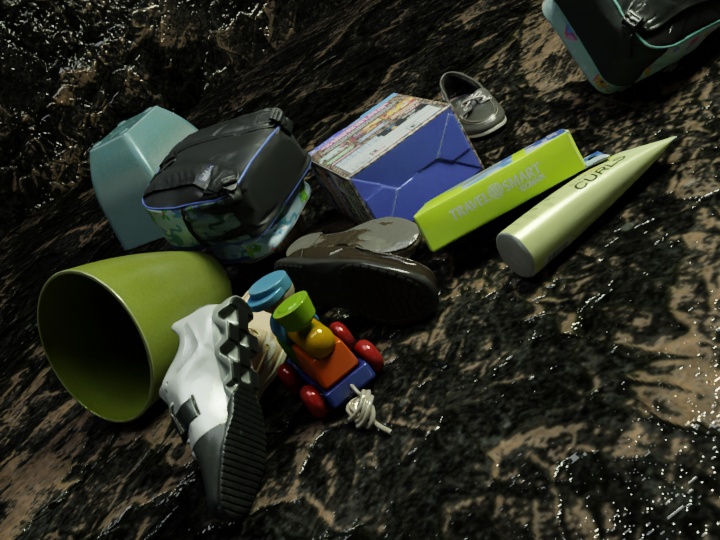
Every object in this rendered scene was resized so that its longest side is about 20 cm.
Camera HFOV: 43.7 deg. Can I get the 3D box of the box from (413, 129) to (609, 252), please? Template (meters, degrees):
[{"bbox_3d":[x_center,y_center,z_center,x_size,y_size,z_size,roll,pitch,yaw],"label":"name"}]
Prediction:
[{"bbox_3d":[0.156,-0.091,0.943,0.198,0.048,0.122,-29,4,13],"label":"box"}]

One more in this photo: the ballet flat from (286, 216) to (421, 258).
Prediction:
[{"bbox_3d":[-0.006,-0.021,1.072,0.198,0.047,0.068,-8,36,37],"label":"ballet flat"}]

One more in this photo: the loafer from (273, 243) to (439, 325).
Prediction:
[{"bbox_3d":[0.000,0.000,0.932,0.198,0.074,0.071,10,40,33],"label":"loafer"}]

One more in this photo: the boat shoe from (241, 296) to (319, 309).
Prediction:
[{"bbox_3d":[-0.102,0.059,1.013,0.198,0.071,0.064,-26,55,-4],"label":"boat shoe"}]

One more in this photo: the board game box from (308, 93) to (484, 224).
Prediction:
[{"bbox_3d":[0.038,-0.141,1.171,0.159,0.097,0.200,-36,23,-7],"label":"board game box"}]

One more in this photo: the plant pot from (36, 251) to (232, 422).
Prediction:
[{"bbox_3d":[-0.252,0.053,1.096,0.185,0.189,0.199,-14,12,38],"label":"plant pot"}]

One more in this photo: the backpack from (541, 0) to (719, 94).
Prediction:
[{"bbox_3d":[0.325,-0.315,1.043,0.199,0.177,0.153,-29,-11,-22],"label":"backpack"}]

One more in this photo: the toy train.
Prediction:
[{"bbox_3d":[-0.036,0.070,0.823,0.084,0.116,0.200,-38,23,-12],"label":"toy train"}]

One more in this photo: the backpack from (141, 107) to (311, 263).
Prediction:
[{"bbox_3d":[-0.176,-0.100,1.187,0.198,0.148,0.184,-5,42,33],"label":"backpack"}]

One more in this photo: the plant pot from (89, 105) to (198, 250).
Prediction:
[{"bbox_3d":[-0.399,-0.192,1.723,0.194,0.201,0.197,-14,29,36],"label":"plant pot"}]

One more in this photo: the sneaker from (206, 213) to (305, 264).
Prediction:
[{"bbox_3d":[-0.171,-0.046,1.295,0.198,0.071,0.076,-13,30,41],"label":"sneaker"}]

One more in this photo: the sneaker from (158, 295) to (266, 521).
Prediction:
[{"bbox_3d":[-0.138,0.129,0.810,0.087,0.074,0.203,-15,60,17],"label":"sneaker"}]

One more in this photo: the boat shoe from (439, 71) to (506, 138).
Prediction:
[{"bbox_3d":[0.149,-0.237,1.269,0.066,0.057,0.200,-31,22,4],"label":"boat shoe"}]

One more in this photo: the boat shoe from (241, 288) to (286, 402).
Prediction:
[{"bbox_3d":[-0.124,0.088,0.909,0.073,0.070,0.202,3,51,17],"label":"boat shoe"}]

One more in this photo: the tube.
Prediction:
[{"bbox_3d":[0.215,-0.070,0.864,0.199,0.052,0.058,-37,51,-19],"label":"tube"}]
